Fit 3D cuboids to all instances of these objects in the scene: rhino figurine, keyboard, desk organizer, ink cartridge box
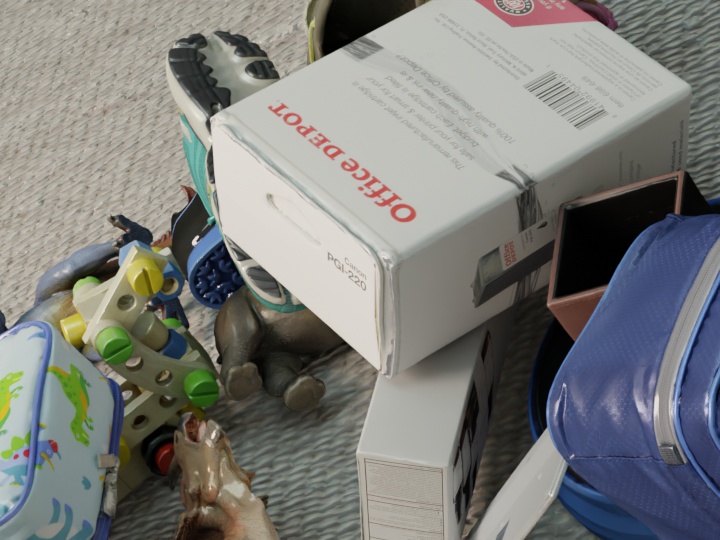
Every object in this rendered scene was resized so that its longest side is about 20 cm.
[{"bbox_3d":[0.000,0.000,1.462,0.200,0.060,0.087,-38,28,-2],"label":"rhino figurine"},{"bbox_3d":[0.068,0.119,1.219,0.200,0.011,0.056,117,171,-60],"label":"keyboard"},{"bbox_3d":[0.192,-0.007,1.224,0.199,0.077,0.072,-16,44,29],"label":"desk organizer"},{"bbox_3d":[0.045,-0.054,1.318,0.200,0.085,0.146,-28,49,-27],"label":"ink cartridge box"}]

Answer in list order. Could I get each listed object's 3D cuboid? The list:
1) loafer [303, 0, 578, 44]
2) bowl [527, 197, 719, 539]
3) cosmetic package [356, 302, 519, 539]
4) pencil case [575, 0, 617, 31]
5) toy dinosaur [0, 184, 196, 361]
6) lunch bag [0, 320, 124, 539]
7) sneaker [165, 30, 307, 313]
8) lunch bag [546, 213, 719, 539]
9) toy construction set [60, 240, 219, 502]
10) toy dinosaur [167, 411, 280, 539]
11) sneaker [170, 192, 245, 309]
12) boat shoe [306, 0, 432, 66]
[{"bbox_3d":[0.040,-0.167,1.455,0.199,0.068,0.076,-15,51,38],"label":"loafer"},{"bbox_3d":[0.171,0.045,1.286,0.200,0.039,0.201,-23,41,22],"label":"bowl"},{"bbox_3d":[0.044,0.049,1.332,0.050,0.083,0.200,8,46,9],"label":"cosmetic package"},{"bbox_3d":[0.071,-0.154,1.538,0.083,0.086,0.200,-60,37,10],"label":"pencil case"},{"bbox_3d":[-0.183,0.053,1.586,0.181,0.105,0.200,-34,-2,29],"label":"toy dinosaur"},{"bbox_3d":[-0.217,0.122,1.368,0.199,0.082,0.161,-27,37,23],"label":"lunch bag"},{"bbox_3d":[-0.056,-0.048,1.459,0.077,0.080,0.200,-9,47,-14],"label":"sneaker"},{"bbox_3d":[0.199,0.069,1.116,0.132,0.200,0.136,-5,52,61],"label":"lunch bag"},{"bbox_3d":[-0.162,0.075,1.467,0.199,0.131,0.092,-30,38,13],"label":"toy construction set"},{"bbox_3d":[-0.069,0.182,1.325,0.135,0.086,0.201,0,63,48],"label":"toy dinosaur"},{"bbox_3d":[-0.030,-0.062,1.542,0.200,0.070,0.078,-35,38,5],"label":"sneaker"},{"bbox_3d":[0.004,-0.118,1.410,0.072,0.202,0.060,15,43,6],"label":"boat shoe"}]
